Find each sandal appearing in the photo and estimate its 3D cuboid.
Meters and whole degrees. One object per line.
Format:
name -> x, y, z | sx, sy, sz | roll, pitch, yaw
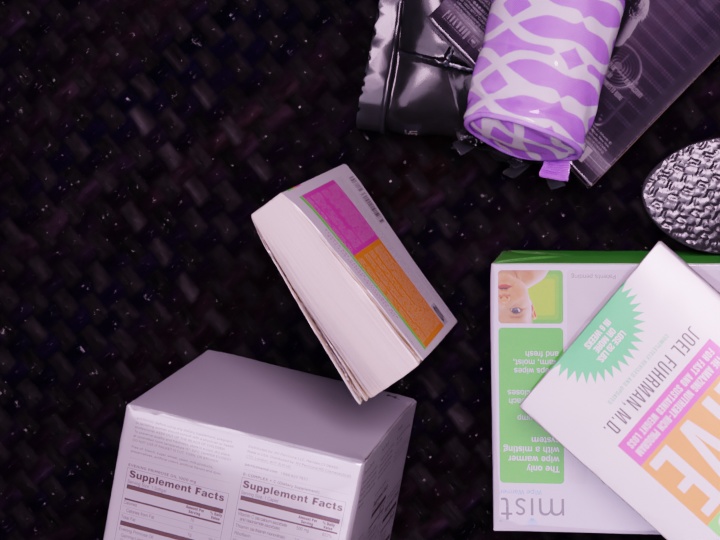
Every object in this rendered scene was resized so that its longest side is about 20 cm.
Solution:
sandal -> 0.279, -0.059, 1.461 | 0.198, 0.048, 0.076 | -13, 94, -1

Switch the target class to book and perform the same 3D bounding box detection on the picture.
book -> 0.216, 0.098, 1.389 | 0.200, 0.048, 0.134 | 41, 99, 7
book -> 0.000, 0.000, 1.438 | 0.048, 0.200, 0.134 | -34, 90, 13

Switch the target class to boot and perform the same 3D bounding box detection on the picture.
boot -> 0.090, -0.161, 1.467 | 0.161, 0.073, 0.200 | 10, 90, 2

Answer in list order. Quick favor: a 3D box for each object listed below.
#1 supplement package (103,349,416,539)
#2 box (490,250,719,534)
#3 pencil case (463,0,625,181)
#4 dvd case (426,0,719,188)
supplement package -> -0.062, 0.136, 1.467 | 0.154, 0.200, 0.112 | 13, 99, 9
box -> 0.186, 0.078, 1.468 | 0.198, 0.097, 0.178 | 1, 95, 10
pencil case -> 0.125, -0.165, 1.387 | 0.083, 0.085, 0.202 | 14, 79, 31
dvd case -> 0.161, -0.175, 1.438 | 0.149, 0.016, 0.200 | 45, 80, 0
